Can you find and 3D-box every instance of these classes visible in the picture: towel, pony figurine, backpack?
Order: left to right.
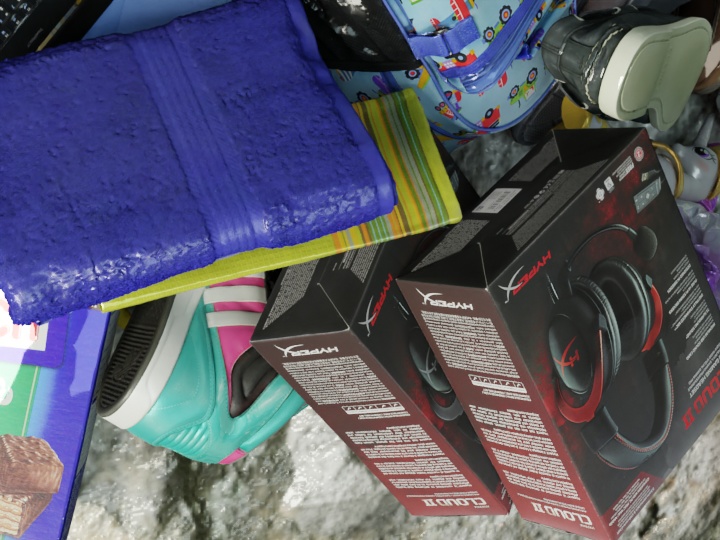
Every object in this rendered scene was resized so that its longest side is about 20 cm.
[{"bbox_3d":[-0.098,-0.058,0.660,0.199,0.148,0.050,-18,152,-17],"label":"towel"},{"bbox_3d":[-0.049,-0.041,0.692,0.199,0.086,0.018,-15,155,-17],"label":"towel"},{"bbox_3d":[0.057,-0.164,0.778,0.183,0.134,0.200,-52,129,-27],"label":"backpack"},{"bbox_3d":[0.200,-0.022,0.896,0.199,0.166,0.194,4,80,-42],"label":"pony figurine"}]

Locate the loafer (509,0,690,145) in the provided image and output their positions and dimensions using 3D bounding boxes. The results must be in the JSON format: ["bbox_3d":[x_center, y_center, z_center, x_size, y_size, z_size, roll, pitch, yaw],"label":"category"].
[{"bbox_3d":[0.161,-0.171,0.870,0.200,0.063,0.072,-48,152,23],"label":"loafer"}]

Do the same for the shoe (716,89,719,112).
[{"bbox_3d":[0.333,-0.096,0.969,0.091,0.071,0.200,-50,128,-15],"label":"shoe"}]

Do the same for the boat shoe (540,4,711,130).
[{"bbox_3d":[0.160,-0.126,0.800,0.199,0.066,0.075,-22,133,-59],"label":"boat shoe"}]

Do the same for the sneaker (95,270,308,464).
[{"bbox_3d":[-0.066,0.035,0.791,0.121,0.084,0.201,38,50,-22],"label":"sneaker"}]

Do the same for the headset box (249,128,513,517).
[{"bbox_3d":[0.041,0.042,0.784,0.200,0.077,0.149,50,48,-33],"label":"headset box"}]

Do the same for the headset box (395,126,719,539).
[{"bbox_3d":[0.129,0.042,0.745,0.149,0.075,0.201,-42,118,-28],"label":"headset box"}]

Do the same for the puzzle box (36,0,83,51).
[{"bbox_3d":[-0.164,-0.131,0.772,0.133,0.025,0.200,-42,118,-6],"label":"puzzle box"}]

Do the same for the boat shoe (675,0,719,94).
[{"bbox_3d":[0.237,-0.221,0.891,0.071,0.076,0.201,12,94,-22],"label":"boat shoe"}]

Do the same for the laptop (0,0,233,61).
[{"bbox_3d":[-0.166,-0.127,0.684,0.178,0.103,0.200,-53,132,-10],"label":"laptop"}]

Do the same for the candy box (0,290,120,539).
[{"bbox_3d":[-0.234,0.061,0.756,0.168,0.077,0.201,13,101,-8],"label":"candy box"}]

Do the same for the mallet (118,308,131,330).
[{"bbox_3d":[-0.148,0.028,0.809,0.041,0.066,0.200,-43,118,-3],"label":"mallet"}]
